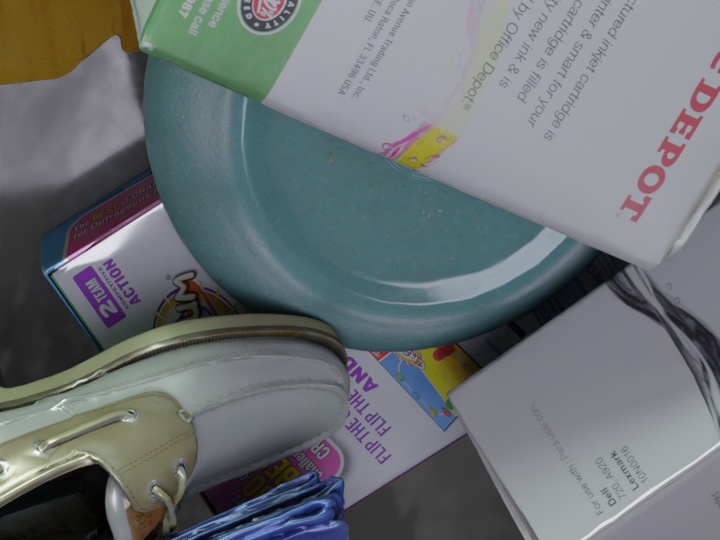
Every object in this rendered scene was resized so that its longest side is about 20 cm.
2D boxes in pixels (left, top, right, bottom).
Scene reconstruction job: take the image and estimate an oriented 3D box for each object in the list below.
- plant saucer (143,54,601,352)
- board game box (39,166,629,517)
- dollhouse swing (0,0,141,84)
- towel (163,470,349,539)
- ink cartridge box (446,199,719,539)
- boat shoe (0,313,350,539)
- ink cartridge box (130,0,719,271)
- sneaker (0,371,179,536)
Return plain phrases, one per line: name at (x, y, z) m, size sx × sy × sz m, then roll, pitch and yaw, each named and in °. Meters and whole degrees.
plant saucer at (0.022, -0.057, 0.883) m, size 0.198 × 0.036 × 0.201 m, roll -4°, pitch 112°, yaw -10°
board game box at (0.000, 0.000, 0.947) m, size 0.199 × 0.040 × 0.153 m, roll -31°, pitch 112°, yaw 3°
dollhouse swing at (-0.178, -0.182, 0.854) m, size 0.198 × 0.177 × 0.182 m, roll -7°, pitch 153°, yaw -7°
towel at (-0.064, 0.156, 0.918) m, size 0.144 × 0.024 × 0.201 m, roll -23°, pitch 147°, yaw -13°
ink cartridge box at (0.146, 0.041, 0.926) m, size 0.199 × 0.085 × 0.146 m, roll -35°, pitch 154°, yaw 4°
boat shoe at (-0.090, 0.072, 0.868) m, size 0.199 × 0.069 × 0.075 m, roll -14°, pitch 140°, yaw -18°
ink cartridge box at (0.043, -0.108, 0.791) m, size 0.199 × 0.088 × 0.146 m, roll 23°, pitch 112°, yaw -21°
sneaker at (-0.109, 0.104, 0.953) m, size 0.113 × 0.076 × 0.201 m, roll -12°, pitch 112°, yaw -11°
